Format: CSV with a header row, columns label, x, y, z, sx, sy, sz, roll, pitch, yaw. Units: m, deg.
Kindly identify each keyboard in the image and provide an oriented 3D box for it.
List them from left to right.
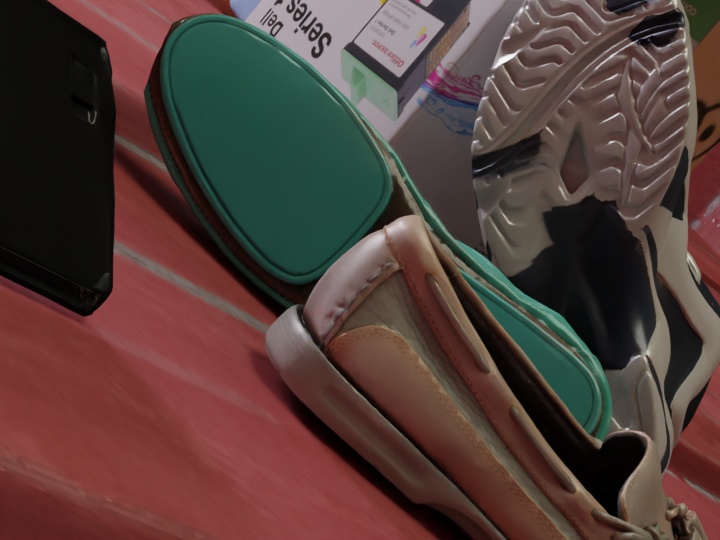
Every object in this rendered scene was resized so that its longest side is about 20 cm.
label,x,y,z,sx,sy,sz,roll,pitch,yaw
keyboard,-0.126,-0.062,0.634,0.200,0.039,0.105,35,50,-54

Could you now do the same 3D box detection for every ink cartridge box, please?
label,x,y,z,sx,sy,sz,roll,pitch,yaw
ink cartridge box,0.040,-0.093,1.046,0.084,0.200,0.145,33,12,-34

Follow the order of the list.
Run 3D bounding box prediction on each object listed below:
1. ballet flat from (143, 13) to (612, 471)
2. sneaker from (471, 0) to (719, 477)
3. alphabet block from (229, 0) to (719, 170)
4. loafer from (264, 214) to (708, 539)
label,x,y,z,sx,sy,sz,roll,pitch,yaw
ballet flat,0.000,0.000,0.905,0.200,0.067,0.070,44,-16,8
sneaker,0.090,-0.009,0.988,0.130,0.079,0.201,25,61,-77
alphabet block,0.085,-0.128,1.464,0.197,0.195,0.200,48,9,21
loafer,0.061,0.063,0.824,0.200,0.063,0.072,40,9,-20
